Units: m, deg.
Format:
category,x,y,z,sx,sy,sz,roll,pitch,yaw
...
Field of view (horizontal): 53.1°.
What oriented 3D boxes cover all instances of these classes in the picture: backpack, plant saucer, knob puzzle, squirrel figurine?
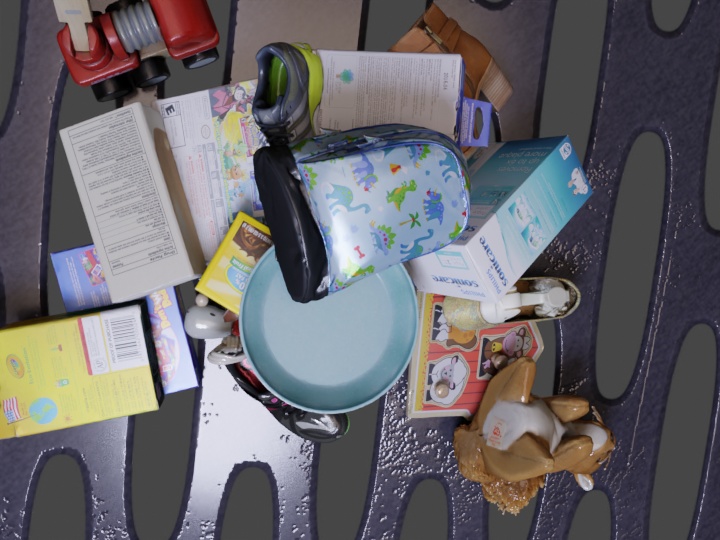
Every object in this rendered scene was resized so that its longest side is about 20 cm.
category,x,y,z,sx,sy,sz,roll,pitch,yaw
backpack,0.014,-0.069,0.724,0.197,0.153,0.166,-19,103,-26
plant saucer,-0.034,0.052,0.791,0.196,0.036,0.204,0,88,-9
knob puzzle,0.160,0.107,0.948,0.216,0.030,0.224,-5,105,-19
squirrel figurine,0.230,0.232,0.952,0.184,0.143,0.200,18,135,-34

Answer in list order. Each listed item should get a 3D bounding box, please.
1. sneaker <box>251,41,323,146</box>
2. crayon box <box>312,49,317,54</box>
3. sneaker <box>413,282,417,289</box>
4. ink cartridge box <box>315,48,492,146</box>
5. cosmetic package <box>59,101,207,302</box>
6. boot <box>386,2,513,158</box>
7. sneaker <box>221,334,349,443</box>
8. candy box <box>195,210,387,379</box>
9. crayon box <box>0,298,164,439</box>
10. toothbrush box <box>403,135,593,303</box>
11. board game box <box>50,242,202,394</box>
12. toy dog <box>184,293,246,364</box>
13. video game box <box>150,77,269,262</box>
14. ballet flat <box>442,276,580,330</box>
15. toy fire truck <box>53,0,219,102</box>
category,x,y,z,sx,sy,sz,roll,pitch,yaw
sneaker,-0.082,-0.147,0.773,0.073,0.081,0.204,-6,91,29
crayon box,-0.040,-0.165,0.899,0.123,0.052,0.204,6,95,-8
sneaker,0.038,-0.067,0.913,0.077,0.066,0.204,-13,99,-7
ink cartridge box,0.047,-0.172,0.818,0.196,0.076,0.139,6,97,13
cosmetic package,-0.255,-0.075,0.823,0.103,0.071,0.204,-16,91,4
boot,0.087,-0.215,0.888,0.154,0.073,0.201,42,67,-17
sneaker,-0.100,0.158,0.912,0.199,0.084,0.077,37,92,-10
candy box,-0.077,0.028,0.817,0.198,0.026,0.103,31,88,-6
crayon box,-0.342,0.115,0.846,0.196,0.051,0.130,-9,98,-6
toothbrush box,0.153,-0.063,0.852,0.200,0.146,0.086,-45,116,-21
board game box,-0.287,0.059,0.895,0.132,0.045,0.204,-13,98,-6
toy dog,-0.111,0.037,0.882,0.197,0.131,0.098,-7,108,-27
video game box,-0.147,-0.118,0.859,0.179,0.047,0.204,-8,93,15
ballet flat,0.197,0.037,0.908,0.197,0.070,0.072,-3,98,-28
toy fire truck,-0.254,-0.280,0.782,0.173,0.200,0.131,-21,99,-4
